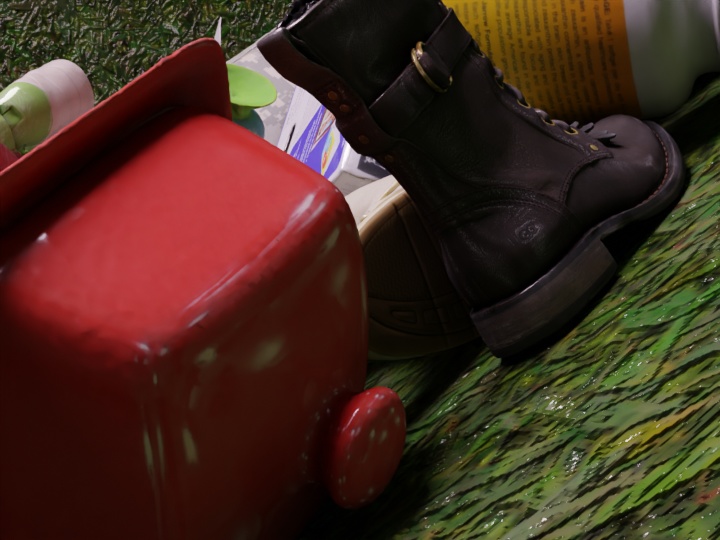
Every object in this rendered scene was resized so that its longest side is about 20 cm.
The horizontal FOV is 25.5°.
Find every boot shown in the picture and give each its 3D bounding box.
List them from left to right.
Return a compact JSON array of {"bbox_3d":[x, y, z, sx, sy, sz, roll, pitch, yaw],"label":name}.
[{"bbox_3d":[0.000,0.000,0.756,0.154,0.072,0.200,-17,12,37],"label":"boot"},{"bbox_3d":[0.052,-0.075,0.673,0.069,0.174,0.200,-30,11,35],"label":"boot"}]

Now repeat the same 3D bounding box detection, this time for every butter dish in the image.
[{"bbox_3d":[-0.053,0.045,0.580,0.147,0.201,0.199,16,36,22],"label":"butter dish"}]

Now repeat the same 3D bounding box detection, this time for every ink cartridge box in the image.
[{"bbox_3d":[-0.008,-0.094,0.982,0.200,0.043,0.199,-41,29,58],"label":"ink cartridge box"}]

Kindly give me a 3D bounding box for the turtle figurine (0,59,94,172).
[{"bbox_3d":[-0.178,-0.001,0.632,0.194,0.144,0.201,-29,-45,-53],"label":"turtle figurine"}]

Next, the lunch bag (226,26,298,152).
[{"bbox_3d":[-0.055,-0.080,1.148,0.200,0.168,0.139,-40,9,-24],"label":"lunch bag"}]

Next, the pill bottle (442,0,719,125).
[{"bbox_3d":[0.104,-0.127,0.787,0.199,0.112,0.111,-5,19,16],"label":"pill bottle"}]

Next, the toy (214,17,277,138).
[{"bbox_3d":[-0.070,-0.004,0.755,0.115,0.047,0.201,-99,19,-53],"label":"toy"}]

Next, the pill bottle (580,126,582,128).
[{"bbox_3d":[0.156,-0.155,0.900,0.200,0.114,0.114,-36,8,0],"label":"pill bottle"}]
